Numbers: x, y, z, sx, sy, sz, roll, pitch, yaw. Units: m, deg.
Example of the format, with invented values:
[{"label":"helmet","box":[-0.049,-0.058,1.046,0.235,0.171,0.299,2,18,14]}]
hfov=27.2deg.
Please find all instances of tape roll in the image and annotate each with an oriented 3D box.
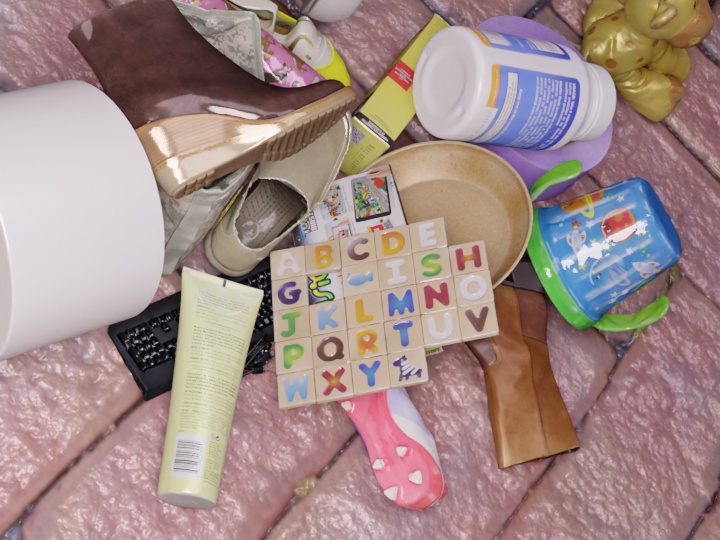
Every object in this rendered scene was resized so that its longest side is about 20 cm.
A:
[{"label":"tape roll","box":[0.180,-0.180,1.639,0.199,0.066,0.201,16,55,-25]},{"label":"tape roll","box":[-0.266,-0.040,1.173,0.139,0.203,0.204,-20,76,-38]}]

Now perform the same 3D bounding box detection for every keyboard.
[{"label":"keyboard","box":[-0.120,0.052,1.324,0.199,0.040,0.104,-26,79,-39]}]

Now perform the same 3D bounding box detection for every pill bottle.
[{"label":"pill bottle","box":[0.161,-0.180,1.508,0.199,0.112,0.113,4,62,-36]}]

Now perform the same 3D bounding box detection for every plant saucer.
[{"label":"plant saucer","box":[0.068,-0.035,1.419,0.199,0.036,0.201,-7,54,10]}]

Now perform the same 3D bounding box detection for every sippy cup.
[{"label":"sippy cup","box":[0.253,-0.027,1.524,0.178,0.130,0.140,32,37,-54]}]

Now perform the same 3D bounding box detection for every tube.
[{"label":"tube","box":[-0.131,0.099,1.261,0.058,0.052,0.201,45,47,-57]}]

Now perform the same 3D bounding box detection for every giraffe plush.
[{"label":"giraffe plush","box":[0.341,-0.293,1.744,0.199,0.162,0.174,4,62,-32]}]

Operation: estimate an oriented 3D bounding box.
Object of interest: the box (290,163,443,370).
[{"label":"box","box":[0.000,0.000,1.370,0.109,0.035,0.201,-17,54,4]}]

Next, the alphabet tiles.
[{"label":"alphabet tiles","box":[0.019,0.033,1.316,0.199,0.008,0.168,-11,54,8]}]

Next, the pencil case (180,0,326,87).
[{"label":"pencil case","box":[-0.122,-0.202,1.434,0.200,0.087,0.083,38,13,-9]}]

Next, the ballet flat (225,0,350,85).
[{"label":"ballet flat","box":[-0.086,-0.238,1.495,0.199,0.067,0.067,27,53,-18]}]

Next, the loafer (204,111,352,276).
[{"label":"loafer","box":[-0.065,-0.079,1.363,0.076,0.068,0.201,37,75,-17]}]

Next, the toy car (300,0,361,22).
[{"label":"toy car","box":[-0.058,-0.350,1.495,0.174,0.200,0.150,32,96,-11]}]

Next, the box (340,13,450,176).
[{"label":"box","box":[0.038,-0.181,1.540,0.050,0.075,0.200,41,50,-6]}]

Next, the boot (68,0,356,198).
[{"label":"boot","box":[-0.117,-0.163,1.211,0.199,0.072,0.167,-26,78,-27]}]

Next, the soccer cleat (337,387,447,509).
[{"label":"soccer cleat","box":[0.023,0.127,1.370,0.076,0.066,0.201,25,38,-61]}]

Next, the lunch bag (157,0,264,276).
[{"label":"lunch bag","box":[-0.154,-0.111,1.311,0.117,0.164,0.201,6,62,-25]}]

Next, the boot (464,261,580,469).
[{"label":"boot","box":[0.118,0.097,1.458,0.187,0.068,0.201,0,74,-38]}]
